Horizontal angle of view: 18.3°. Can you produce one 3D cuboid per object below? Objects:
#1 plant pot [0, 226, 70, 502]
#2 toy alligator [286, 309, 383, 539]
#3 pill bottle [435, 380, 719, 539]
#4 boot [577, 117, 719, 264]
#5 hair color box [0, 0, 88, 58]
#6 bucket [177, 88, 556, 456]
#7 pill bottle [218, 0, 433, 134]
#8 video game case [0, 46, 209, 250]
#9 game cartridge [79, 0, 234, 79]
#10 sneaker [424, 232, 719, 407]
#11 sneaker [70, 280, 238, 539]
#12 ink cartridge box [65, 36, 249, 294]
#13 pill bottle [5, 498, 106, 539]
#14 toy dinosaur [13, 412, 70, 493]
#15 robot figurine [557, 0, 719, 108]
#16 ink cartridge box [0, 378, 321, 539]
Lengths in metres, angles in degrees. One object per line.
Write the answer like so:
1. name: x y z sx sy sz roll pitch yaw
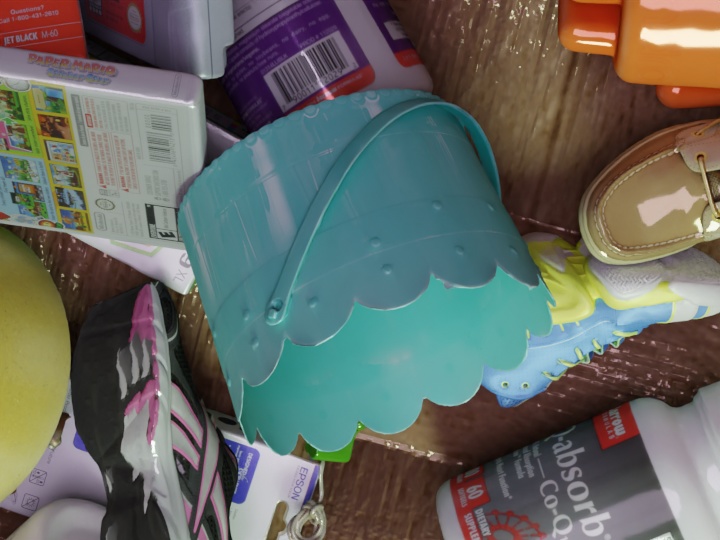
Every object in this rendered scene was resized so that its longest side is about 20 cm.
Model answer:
1. plant pot: -0.294 0.049 1.332 0.198 0.142 0.202 -5 77 21
2. toy alligator: -0.011 0.075 1.384 0.059 0.054 0.202 9 85 -28
3. pill bottle: 0.157 0.148 1.383 0.199 0.116 0.117 -24 100 7
4. boot: 0.236 -0.056 1.291 0.199 0.155 0.073 -19 97 -13
5. hair color box: -0.202 -0.195 1.294 0.063 0.111 0.202 -11 80 -9
6. bucket: 0.000 0.000 1.269 0.206 0.207 0.136 -26 69 8
7. pill bottle: -0.051 -0.165 1.322 0.111 0.111 0.201 -30 86 9
8. video game case: -0.175 -0.070 1.264 0.180 0.200 0.023 8 68 2
9. game cartridge: -0.129 -0.194 1.285 0.041 0.200 0.134 -7 108 -27
10. sneaker: 0.128 0.031 1.390 0.198 0.076 0.106 6 114 9
11. sneaker: -0.119 0.106 1.374 0.080 0.086 0.202 -2 92 40
12. ink cartridge box: -0.122 -0.055 1.382 0.199 0.059 0.104 29 102 -3
13. pill bottle: -0.219 0.243 1.410 0.114 0.114 0.200 45 117 -7
14. toy dinosaur: -0.266 0.101 1.420 0.199 0.060 0.107 11 84 23
15. robot figurine: 0.216 -0.164 1.316 0.198 0.117 0.145 3 100 3
16. ink cartridge box: -0.130 0.132 1.434 0.199 0.039 0.100 20 102 0
